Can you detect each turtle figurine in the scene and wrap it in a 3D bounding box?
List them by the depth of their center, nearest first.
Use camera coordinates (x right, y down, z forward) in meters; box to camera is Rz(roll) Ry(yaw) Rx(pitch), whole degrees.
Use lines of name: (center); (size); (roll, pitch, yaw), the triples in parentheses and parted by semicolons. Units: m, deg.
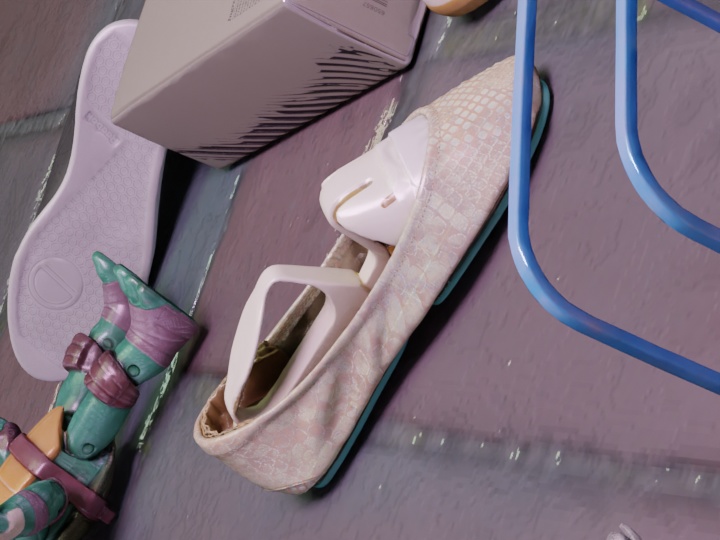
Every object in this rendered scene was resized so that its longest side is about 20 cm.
turtle figurine: (-0.161, 0.089, 1.116); (0.200, 0.101, 0.150); (-53, 36, -6)

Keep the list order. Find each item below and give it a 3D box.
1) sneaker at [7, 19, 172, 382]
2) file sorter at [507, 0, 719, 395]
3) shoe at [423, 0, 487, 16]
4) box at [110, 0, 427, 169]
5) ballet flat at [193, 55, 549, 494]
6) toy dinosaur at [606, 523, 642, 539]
sneaker: (-0.133, -0.042, 1.233); (0.099, 0.070, 0.201); (-82, 9, -75)
file sorter: (0.138, -0.068, 0.555); (0.200, 0.122, 0.139); (-44, 31, 45)
shoe: (0.069, -0.193, 0.919); (0.201, 0.053, 0.070); (-58, 24, 22)
box: (-0.042, -0.115, 1.077); (0.200, 0.068, 0.083); (-21, 49, 61)
ballet flat: (0.000, 0.000, 0.881); (0.201, 0.062, 0.068); (-60, 24, 16)
toy dinosaur: (0.070, 0.170, 0.574); (0.102, 0.076, 0.201); (180, 106, -79)
